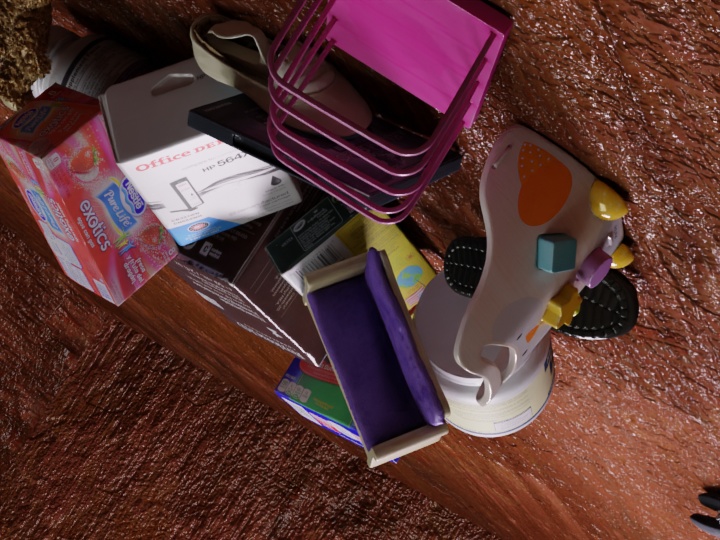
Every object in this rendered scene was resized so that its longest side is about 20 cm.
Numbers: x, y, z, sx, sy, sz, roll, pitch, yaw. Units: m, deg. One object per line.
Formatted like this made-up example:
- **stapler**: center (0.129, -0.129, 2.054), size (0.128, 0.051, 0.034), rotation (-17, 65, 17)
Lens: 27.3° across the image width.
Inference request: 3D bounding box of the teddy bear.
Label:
- **teddy bear**: center (-0.336, -0.252, 1.502), size (0.066, 0.202, 0.146), rotation (4, -150, -14)

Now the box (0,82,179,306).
- **box**: center (-0.281, -0.078, 1.524), size (0.102, 0.095, 0.202), rotation (23, 146, 41)

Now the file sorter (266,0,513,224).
- **file sorter**: center (0.009, -0.131, 1.081), size (0.138, 0.126, 0.200), rotation (32, 168, 4)

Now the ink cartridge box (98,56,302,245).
- **ink cartridge box**: center (-0.153, -0.119, 1.464), size (0.200, 0.144, 0.085), rotation (60, -169, -66)

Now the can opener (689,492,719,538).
- **can opener**: center (0.438, 0.296, 1.766), size (0.078, 0.064, 0.200), rotation (34, 167, -6)

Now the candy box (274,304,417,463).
- **candy box**: center (0.020, 0.101, 1.763), size (0.168, 0.201, 0.077), rotation (20, 161, 42)

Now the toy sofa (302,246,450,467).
- **toy sofa**: center (0.014, 0.085, 1.474), size (0.098, 0.082, 0.202), rotation (106, 144, -70)

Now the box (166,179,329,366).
- **box**: center (-0.103, -0.029, 1.661), size (0.165, 0.165, 0.200), rotation (23, 164, 39)

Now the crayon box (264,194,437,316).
- **crayon box**: center (0.000, 0.000, 1.588), size (0.051, 0.126, 0.200), rotation (55, -176, 41)

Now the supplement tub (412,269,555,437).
- **supplement tub**: center (0.128, 0.082, 1.545), size (0.144, 0.146, 0.200), rotation (29, 167, 18)

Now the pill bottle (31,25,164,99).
- **pill bottle**: center (-0.267, -0.186, 1.606), size (0.198, 0.112, 0.112), rotation (29, 167, 18)

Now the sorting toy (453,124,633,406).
- **sorting toy**: center (0.133, 0.017, 1.202), size (0.106, 0.181, 0.200), rotation (28, 167, 22)

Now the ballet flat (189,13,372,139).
- **ballet flat**: center (-0.074, -0.175, 1.289), size (0.199, 0.070, 0.070), rotation (27, 167, 31)

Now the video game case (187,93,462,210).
- **video game case**: center (-0.030, -0.113, 1.286), size (0.198, 0.019, 0.142), rotation (26, -149, 28)

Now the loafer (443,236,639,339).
- **loafer**: center (0.172, 0.006, 1.357), size (0.198, 0.074, 0.071), rotation (21, -160, 34)
